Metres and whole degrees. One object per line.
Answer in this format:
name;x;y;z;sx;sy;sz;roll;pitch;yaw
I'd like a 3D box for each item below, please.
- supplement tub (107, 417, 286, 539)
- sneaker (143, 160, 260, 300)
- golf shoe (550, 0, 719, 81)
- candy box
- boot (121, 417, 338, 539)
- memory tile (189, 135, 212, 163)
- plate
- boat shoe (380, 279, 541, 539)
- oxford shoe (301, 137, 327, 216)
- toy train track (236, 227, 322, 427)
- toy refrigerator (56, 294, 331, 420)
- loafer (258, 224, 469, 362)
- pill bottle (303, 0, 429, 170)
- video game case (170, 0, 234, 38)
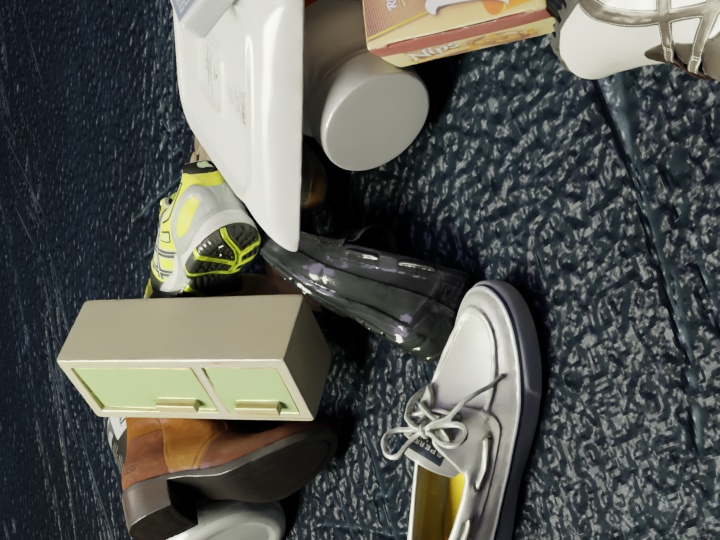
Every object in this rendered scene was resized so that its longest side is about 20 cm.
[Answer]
supplement tub;-0.157;0.174;0.949;0.201;0.121;0.124;57;135;35
sneaker;-0.132;-0.020;0.845;0.200;0.074;0.078;-42;64;56
golf shoe;0.170;-0.115;0.497;0.199;0.077;0.096;-19;77;55
candy box;0.055;-0.238;0.635;0.114;0.055;0.204;-7;86;26
boot;-0.122;0.107;0.882;0.186;0.069;0.202;-27;48;11
memory tile;-0.131;-0.133;0.947;0.154;0.016;0.203;-117;36;-59
plate;-0.093;-0.143;0.731;0.200;0.032;0.202;52;147;44
boat shoe;0.056;0.108;0.667;0.074;0.085;0.206;27;114;51
oxford shoe;-0.072;-0.100;0.871;0.201;0.057;0.076;-120;35;-55
toy train track;-0.057;0.058;0.880;0.114;0.032;0.204;6;103;48
toy refrigerator;-0.130;0.071;0.819;0.196;0.077;0.071;-2;47;20
loafer;0.000;0.000;0.758;0.199;0.068;0.071;26;83;44
pill bottle;-0.030;-0.169;0.753;0.201;0.111;0.113;57;135;35
video game case;-0.070;-0.276;0.660;0.200;0.023;0.184;-45;47;24
